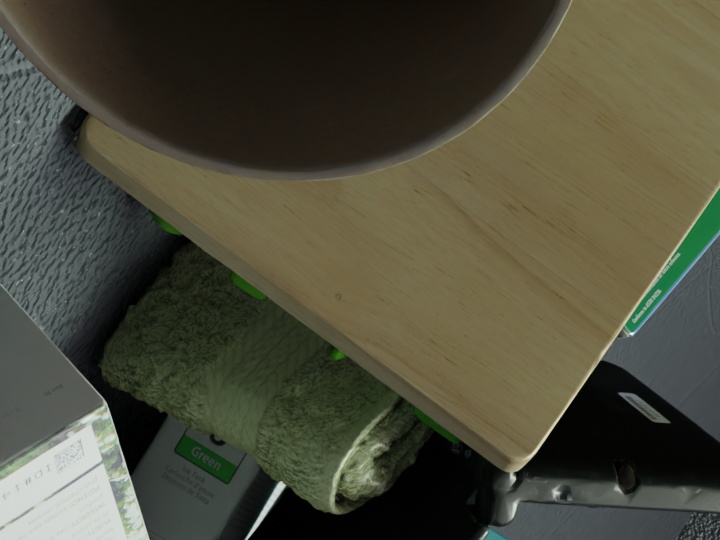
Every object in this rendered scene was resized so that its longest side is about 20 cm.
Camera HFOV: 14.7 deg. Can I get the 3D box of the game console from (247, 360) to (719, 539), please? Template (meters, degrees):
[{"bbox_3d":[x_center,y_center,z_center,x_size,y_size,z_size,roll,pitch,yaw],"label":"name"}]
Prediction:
[{"bbox_3d":[0.051,0.109,1.166,0.200,0.175,0.117,-137,-128,-72],"label":"game console"}]

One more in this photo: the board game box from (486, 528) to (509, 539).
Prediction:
[{"bbox_3d":[0.018,0.189,1.449,0.151,0.199,0.047,-47,161,-35],"label":"board game box"}]

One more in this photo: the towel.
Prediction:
[{"bbox_3d":[0.000,0.000,1.146,0.200,0.148,0.037,-48,147,-25],"label":"towel"}]

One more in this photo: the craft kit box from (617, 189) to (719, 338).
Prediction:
[{"bbox_3d":[0.117,-0.043,1.294,0.200,0.049,0.197,-47,-166,-25],"label":"craft kit box"}]

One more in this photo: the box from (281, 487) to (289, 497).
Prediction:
[{"bbox_3d":[-0.054,0.168,1.377,0.200,0.100,0.075,-47,162,-34],"label":"box"}]

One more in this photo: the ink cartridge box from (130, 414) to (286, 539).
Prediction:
[{"bbox_3d":[-0.050,0.066,1.244,0.201,0.050,0.109,-60,172,-5],"label":"ink cartridge box"}]

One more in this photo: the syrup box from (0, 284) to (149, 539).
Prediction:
[{"bbox_3d":[-0.119,0.107,0.971,0.079,0.081,0.201,-32,140,-19],"label":"syrup box"}]

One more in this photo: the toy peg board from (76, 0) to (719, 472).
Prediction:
[{"bbox_3d":[0.025,-0.051,1.061,0.200,0.200,0.098,-53,179,-20],"label":"toy peg board"}]

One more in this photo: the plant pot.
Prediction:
[{"bbox_3d":[-0.005,-0.152,0.828,0.200,0.186,0.188,-60,174,-60],"label":"plant pot"}]
